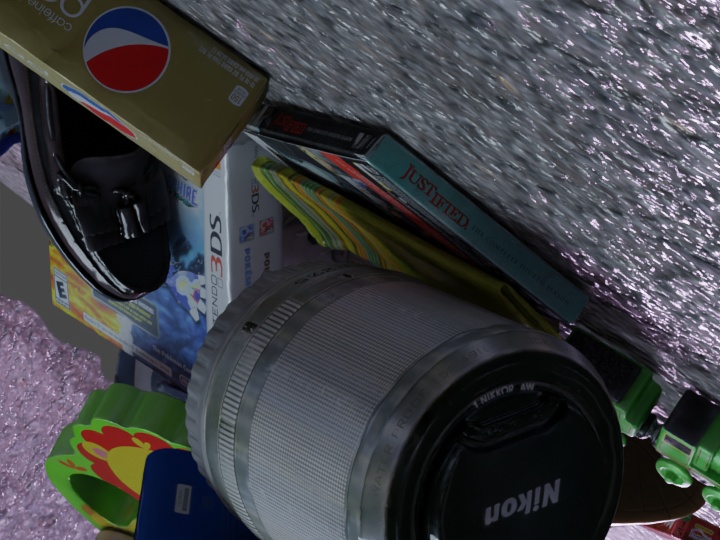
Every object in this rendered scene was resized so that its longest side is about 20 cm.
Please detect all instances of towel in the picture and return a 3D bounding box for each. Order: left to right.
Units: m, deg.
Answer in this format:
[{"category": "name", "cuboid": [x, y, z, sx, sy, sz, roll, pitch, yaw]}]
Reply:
[{"category": "towel", "cuboid": [0.025, -0.005, 1.508, 0.200, 0.018, 0.086, 29, 171, 43]}]

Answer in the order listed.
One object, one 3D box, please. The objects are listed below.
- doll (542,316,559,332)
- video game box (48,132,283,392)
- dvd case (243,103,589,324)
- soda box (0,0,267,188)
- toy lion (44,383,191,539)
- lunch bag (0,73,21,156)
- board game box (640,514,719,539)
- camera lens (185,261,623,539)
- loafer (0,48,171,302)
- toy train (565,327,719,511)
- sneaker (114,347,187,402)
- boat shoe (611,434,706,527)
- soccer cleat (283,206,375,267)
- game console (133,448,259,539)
[{"category": "doll", "cuboid": [0.066, 0.050, 1.604, 0.136, 0.049, 0.200, 20, 158, -11]}, {"category": "video game box", "cuboid": [-0.119, -0.029, 1.685, 0.200, 0.047, 0.182, 29, 127, 45]}, {"category": "dvd case", "cuboid": [0.023, -0.033, 1.488, 0.146, 0.022, 0.200, 38, 172, -21]}, {"category": "soda box", "cuboid": [-0.147, -0.128, 1.483, 0.200, 0.064, 0.068, 35, 174, 1]}, {"category": "toy lion", "cuboid": [-0.117, 0.131, 1.747, 0.200, 0.069, 0.192, 6, 148, 38]}, {"category": "lunch bag", "cuboid": [-0.276, -0.165, 1.661, 0.170, 0.127, 0.200, 27, 143, 52]}, {"category": "board game box", "cuboid": [0.264, 0.190, 1.728, 0.200, 0.019, 0.103, 26, 177, -10]}, {"category": "camera lens", "cuboid": [0.022, 0.088, 1.438, 0.160, 0.160, 0.200, 40, 170, -37]}, {"category": "loafer", "cuboid": [-0.153, -0.075, 1.594, 0.063, 0.072, 0.200, -4, 109, 58]}, {"category": "toy train", "cuboid": [0.184, 0.095, 1.496, 0.200, 0.042, 0.056, 30, 156, 12]}, {"category": "sneaker", "cuboid": [-0.099, 0.029, 1.794, 0.070, 0.200, 0.082, 17, -178, -28]}, {"category": "boat shoe", "cuboid": [0.101, 0.125, 1.647, 0.200, 0.074, 0.066, 4, 167, -11]}, {"category": "soccer cleat", "cuboid": [0.000, 0.000, 1.689, 0.200, 0.069, 0.085, 33, 166, -6]}, {"category": "game console", "cuboid": [-0.047, 0.192, 1.563, 0.171, 0.118, 0.200, 11, -167, -4]}]
